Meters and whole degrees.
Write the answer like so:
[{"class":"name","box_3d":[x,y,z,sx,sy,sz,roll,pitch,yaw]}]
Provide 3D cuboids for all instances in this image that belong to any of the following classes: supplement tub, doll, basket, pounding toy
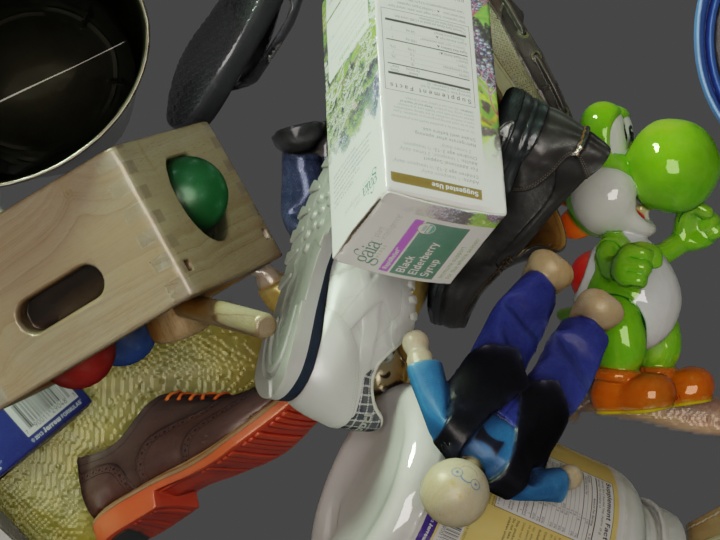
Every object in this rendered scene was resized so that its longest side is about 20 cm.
[{"class":"supplement tub","box_3d":[0.085,0.168,1.552,0.200,0.145,0.146,25,90,-18]},{"class":"doll","box_3d":[0.083,0.075,1.484,0.136,0.048,0.200,37,50,-6]},{"class":"basket","box_3d":[-0.204,-0.120,1.552,0.180,0.200,0.136,-26,89,2]},{"class":"pounding toy","box_3d":[-0.136,0.005,1.530,0.200,0.184,0.142,-29,89,20]}]

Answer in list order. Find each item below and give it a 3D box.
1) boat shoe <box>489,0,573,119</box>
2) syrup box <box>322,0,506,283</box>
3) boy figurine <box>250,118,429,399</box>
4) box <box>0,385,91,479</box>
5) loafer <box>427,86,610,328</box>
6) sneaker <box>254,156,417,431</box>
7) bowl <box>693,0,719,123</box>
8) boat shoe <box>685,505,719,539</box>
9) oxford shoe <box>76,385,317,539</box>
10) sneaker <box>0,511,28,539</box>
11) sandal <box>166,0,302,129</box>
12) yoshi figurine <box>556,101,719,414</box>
[{"class":"boat shoe","box_3d":[0.073,-0.150,1.616,0.065,0.073,0.200,-14,74,-37]},{"class":"syrup box","box_3d":[0.030,-0.099,1.500,0.081,0.079,0.200,10,54,-21]},{"class":"boy figurine","box_3d":[-0.010,0.003,1.616,0.124,0.064,0.201,-9,87,-2]},{"class":"box","box_3d":[-0.279,0.045,1.601,0.200,0.032,0.121,49,47,1]},{"class":"loafer","box_3d":[0.093,-0.025,1.560,0.072,0.200,0.073,21,52,-1]},{"class":"sneaker","box_3d":[0.000,0.000,1.548,0.080,0.076,0.200,22,74,-16]},{"class":"bowl","box_3d":[0.313,-0.150,1.622,0.200,0.039,0.201,0,89,1]},{"class":"boat shoe","box_3d":[0.290,0.121,1.609,0.200,0.074,0.066,-29,76,-1]},{"class":"oxford shoe","box_3d":[-0.100,0.100,1.597,0.200,0.071,0.073,-33,69,15]},{"class":"sneaker","box_3d":[-0.252,0.194,1.612,0.200,0.074,0.082,44,87,2]},{"class":"sandal","box_3d":[-0.058,-0.171,1.617,0.043,0.076,0.200,32,91,-25]},{"class":"yoshi figurine","box_3d":[0.190,-0.012,1.596,0.112,0.112,0.201,-7,87,-15]}]
